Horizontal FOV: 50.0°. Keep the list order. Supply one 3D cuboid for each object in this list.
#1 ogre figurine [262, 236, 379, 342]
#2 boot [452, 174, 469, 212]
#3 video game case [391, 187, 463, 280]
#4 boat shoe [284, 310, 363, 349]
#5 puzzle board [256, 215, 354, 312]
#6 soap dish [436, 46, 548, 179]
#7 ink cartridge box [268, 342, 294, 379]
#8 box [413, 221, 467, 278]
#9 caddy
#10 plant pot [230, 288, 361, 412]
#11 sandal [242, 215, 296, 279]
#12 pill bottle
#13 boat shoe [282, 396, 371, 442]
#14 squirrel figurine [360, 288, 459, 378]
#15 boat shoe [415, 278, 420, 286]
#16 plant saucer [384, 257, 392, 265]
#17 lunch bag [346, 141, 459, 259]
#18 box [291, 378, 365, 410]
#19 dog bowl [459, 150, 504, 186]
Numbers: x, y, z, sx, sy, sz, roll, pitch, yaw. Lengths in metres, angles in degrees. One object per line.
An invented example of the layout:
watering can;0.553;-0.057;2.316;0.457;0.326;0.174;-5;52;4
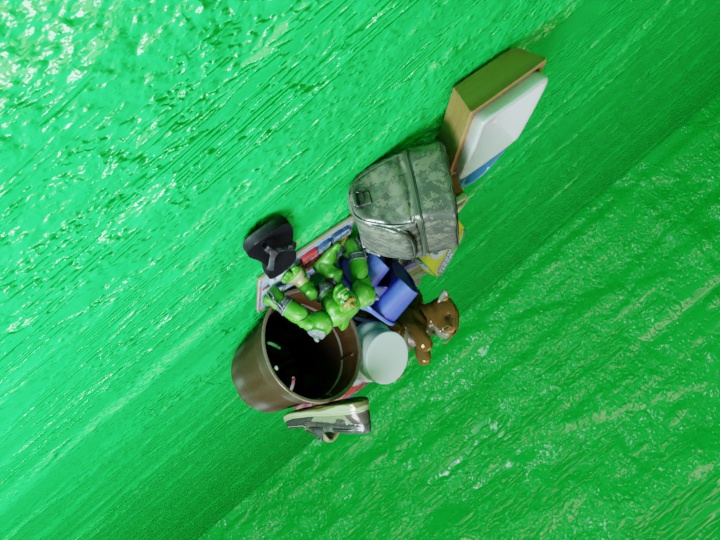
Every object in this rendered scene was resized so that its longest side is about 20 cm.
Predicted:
ogre figurine;-0.051;0.034;1.285;0.199;0.121;0.098;-26;163;-46
boot;0.108;-0.101;1.382;0.075;0.108;0.200;-23;160;-52
video game case;0.131;-0.069;1.562;0.199;0.022;0.185;-25;133;-48
boat shoe;-0.080;0.098;1.575;0.198;0.073;0.065;-31;-158;-26
puzzle board;-0.095;-0.007;1.329;0.198;0.017;0.151;-34;165;-20
soap dish;0.200;-0.247;1.216;0.156;0.082;0.201;-36;165;-15
ink cartridge box;-0.106;0.155;1.659;0.198;0.083;0.147;-30;164;-36
box;0.147;-0.062;1.524;0.119;0.048;0.200;-60;152;-4
caddy;0.024;0.024;1.421;0.105;0.141;0.200;-47;-168;9
plant pot;-0.130;0.159;1.395;0.199;0.203;0.197;-27;177;-39
sandal;-0.121;-0.027;1.138;0.076;0.043;0.200;-39;166;-4
pill bottle;-0.003;0.147;1.472;0.113;0.116;0.199;-32;-158;-25
boat shoe;-0.059;0.262;1.327;0.199;0.067;0.071;-19;171;41
squirrel figurine;0.105;0.096;1.613;0.184;0.201;0.142;-30;141;-3
boat shoe;0.127;-0.035;1.776;0.201;0.071;0.063;103;-3;-57
plant saucer;0.078;-0.026;1.609;0.199;0.035;0.201;-38;157;-19
lunch bag;0.068;-0.098;1.232;0.164;0.142;0.200;-11;165;5
box;-0.062;0.240;1.661;0.199;0.100;0.096;-37;168;-10
dog bowl;0.230;-0.232;1.410;0.111;0.050;0.201;-25;159;-46
